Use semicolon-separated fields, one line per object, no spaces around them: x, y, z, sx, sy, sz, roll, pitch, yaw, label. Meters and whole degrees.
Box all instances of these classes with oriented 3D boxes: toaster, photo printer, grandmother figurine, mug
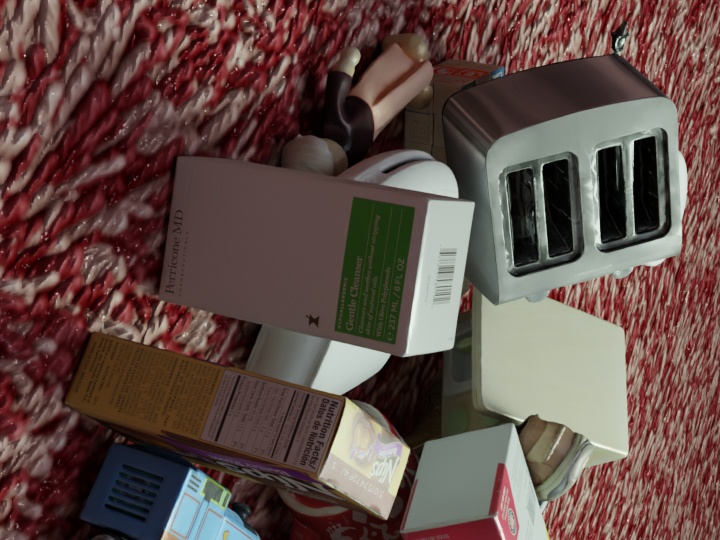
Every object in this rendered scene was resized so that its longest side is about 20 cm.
0.172;-0.084;1.268;0.179;0.119;0.202;-15;119;-11;toaster
0.000;0.000;1.167;0.166;0.069;0.201;-22;140;-60;photo printer
-0.003;-0.120;1.190;0.200;0.060;0.122;-53;135;-44;grandmother figurine
0.007;0.224;1.269;0.201;0.132;0.179;59;40;-49;mug

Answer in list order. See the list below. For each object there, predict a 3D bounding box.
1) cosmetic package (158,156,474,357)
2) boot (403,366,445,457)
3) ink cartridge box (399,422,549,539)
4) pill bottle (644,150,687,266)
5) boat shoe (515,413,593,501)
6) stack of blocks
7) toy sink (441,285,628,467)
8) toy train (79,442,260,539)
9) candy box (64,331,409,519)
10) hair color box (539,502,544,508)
-0.031;-0.013;1.022;0.085;0.198;0.109;-3;101;-63;cosmetic package
0.078;0.143;1.460;0.199;0.076;0.074;-27;164;-39;boot
0.109;0.251;1.210;0.145;0.083;0.202;-66;139;-65;ink cartridge box
0.207;-0.079;1.451;0.114;0.198;0.116;-34;130;-53;pill bottle
0.131;0.172;1.323;0.076;0.072;0.200;-57;-174;-34;boat shoe
0.078;-0.080;1.356;0.115;0.058;0.202;-32;129;-54;stack of blocks
0.146;0.103;1.399;0.199;0.112;0.132;19;62;-37;toy sink
-0.127;0.202;1.047;0.115;0.086;0.200;-66;151;-16;toy train
-0.079;0.102;0.977;0.117;0.198;0.057;46;62;-59;candy box
0.178;0.229;1.599;0.100;0.060;0.201;-50;164;-43;hair color box
